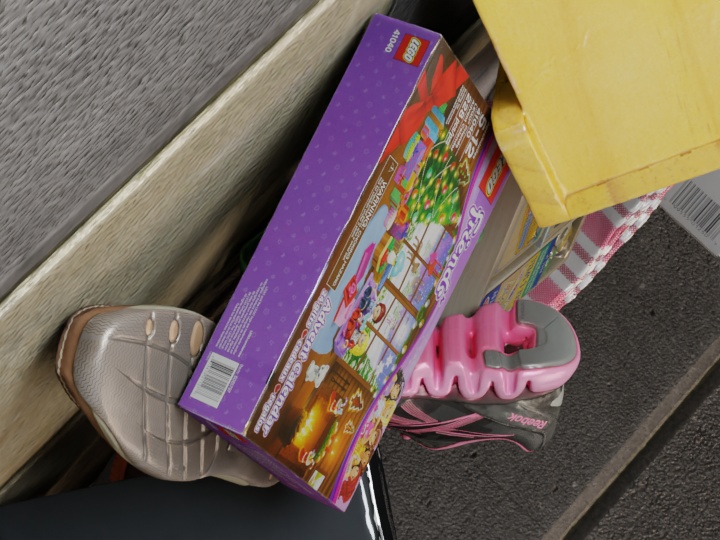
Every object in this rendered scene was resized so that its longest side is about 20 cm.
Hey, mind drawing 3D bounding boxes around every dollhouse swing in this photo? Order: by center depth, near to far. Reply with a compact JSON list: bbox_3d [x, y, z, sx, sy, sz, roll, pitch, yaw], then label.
[{"bbox_3d":[0.148,-0.144,1.088,0.199,0.177,0.182,-20,-160,14],"label":"dollhouse swing"}]

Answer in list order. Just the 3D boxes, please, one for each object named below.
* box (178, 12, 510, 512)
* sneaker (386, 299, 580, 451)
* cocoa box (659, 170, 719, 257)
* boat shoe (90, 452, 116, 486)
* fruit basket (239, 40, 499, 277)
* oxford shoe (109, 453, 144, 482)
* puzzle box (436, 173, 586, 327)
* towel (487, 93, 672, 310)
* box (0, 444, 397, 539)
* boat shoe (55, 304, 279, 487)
[{"bbox_3d":[0.000,0.000,1.062,0.201,0.039,0.137,-64,155,-10],"label":"box"},{"bbox_3d":[0.024,0.070,1.308,0.079,0.198,0.096,-83,173,-45],"label":"sneaker"},{"bbox_3d":[0.243,-0.140,1.633,0.131,0.200,0.134,-44,174,-35],"label":"cocoa box"},{"bbox_3d":[-0.168,0.185,1.405,0.200,0.072,0.071,-48,171,-15],"label":"boat shoe"},{"bbox_3d":[0.010,-0.042,1.209,0.185,0.093,0.201,-44,163,-39],"label":"fruit basket"},{"bbox_3d":[-0.105,0.154,1.339,0.071,0.073,0.202,-1,106,-53],"label":"oxford shoe"},{"bbox_3d":[0.110,-0.058,1.321,0.133,0.025,0.201,-37,155,-45],"label":"puzzle box"},{"bbox_3d":[0.089,-0.041,1.455,0.200,0.146,0.030,-48,164,7],"label":"towel"},{"bbox_3d":[-0.084,0.142,1.234,0.198,0.079,0.141,-12,172,3],"label":"box"},{"bbox_3d":[-0.093,0.057,1.052,0.076,0.071,0.200,-70,155,-9],"label":"boat shoe"}]
